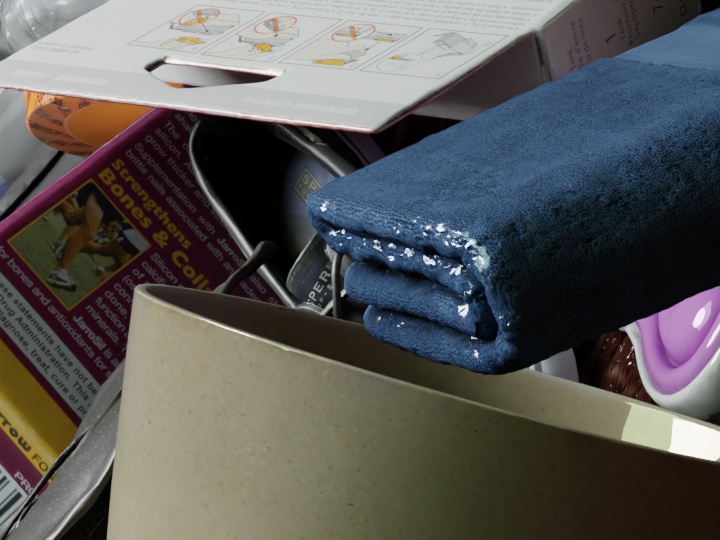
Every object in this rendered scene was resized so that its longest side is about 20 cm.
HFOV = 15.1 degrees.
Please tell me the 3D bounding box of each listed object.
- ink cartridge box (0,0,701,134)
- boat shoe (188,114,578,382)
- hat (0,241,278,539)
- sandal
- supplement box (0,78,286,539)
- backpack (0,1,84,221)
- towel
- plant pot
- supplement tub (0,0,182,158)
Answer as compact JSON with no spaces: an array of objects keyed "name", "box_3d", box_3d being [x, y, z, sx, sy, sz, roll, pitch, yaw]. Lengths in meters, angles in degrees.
[{"name":"ink cartridge box","box_3d":[-0.009,-0.079,0.972,0.200,0.045,0.176,10,36,41]},{"name":"boat shoe","box_3d":[0.000,0.000,0.943,0.070,0.066,0.200,-59,44,23]},{"name":"hat","box_3d":[-0.063,0.083,0.833,0.201,0.081,0.201,-51,5,6]},{"name":"sandal","box_3d":[0.089,-0.017,0.857,0.083,0.050,0.203,-58,17,9]},{"name":"supplement box","box_3d":[-0.083,0.029,1.029,0.200,0.131,0.103,-40,-2,-41]},{"name":"backpack","box_3d":[-0.110,-0.057,1.287,0.200,0.178,0.150,-47,-8,29]},{"name":"towel","box_3d":[0.094,-0.031,0.695,0.200,0.049,0.112,-24,17,-19]},{"name":"plant pot","box_3d":[0.007,0.123,0.703,0.187,0.187,0.201,-155,80,-73]},{"name":"supplement tub","box_3d":[-0.090,-0.154,1.156,0.122,0.122,0.201,150,125,-60]}]
